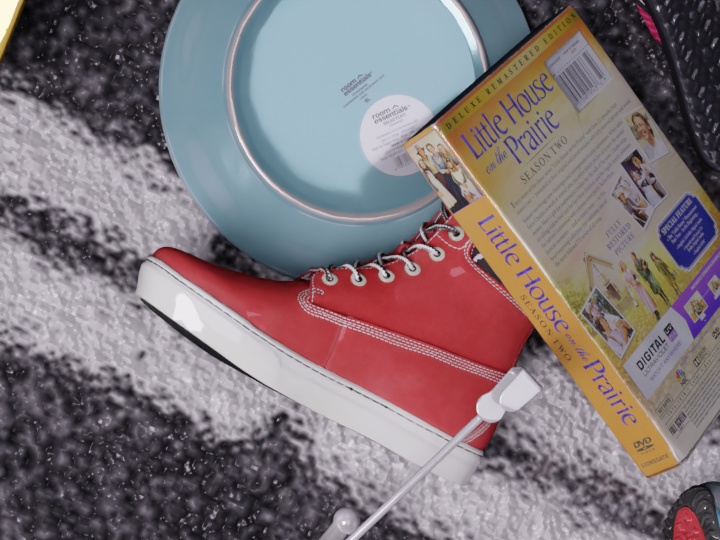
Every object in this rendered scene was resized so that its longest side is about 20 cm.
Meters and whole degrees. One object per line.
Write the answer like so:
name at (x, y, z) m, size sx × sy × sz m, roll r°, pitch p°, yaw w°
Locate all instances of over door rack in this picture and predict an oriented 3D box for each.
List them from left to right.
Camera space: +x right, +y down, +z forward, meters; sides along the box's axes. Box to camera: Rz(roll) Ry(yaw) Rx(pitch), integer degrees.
over door rack at (0.054, 0.157, 0.835) m, size 0.200 × 0.067 × 0.148 m, roll -43°, pitch 93°, yaw 14°

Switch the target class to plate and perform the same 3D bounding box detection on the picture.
plate at (-0.002, -0.092, 0.911) m, size 0.198 × 0.026 × 0.202 m, roll 0°, pitch 88°, yaw -9°

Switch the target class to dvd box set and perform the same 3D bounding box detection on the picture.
dvd box set at (0.121, -0.018, 0.887) m, size 0.200 × 0.029 × 0.146 m, roll 53°, pitch 45°, yaw -6°

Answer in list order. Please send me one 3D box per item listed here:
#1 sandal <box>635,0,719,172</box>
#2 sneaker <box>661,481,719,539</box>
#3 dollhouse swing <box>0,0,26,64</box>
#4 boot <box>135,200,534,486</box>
sandal at (0.174, -0.147, 0.937) m, size 0.075 × 0.045 × 0.201 m, roll -18°, pitch 106°, yaw -4°
sneaker at (0.231, 0.181, 0.928) m, size 0.095 × 0.079 × 0.201 m, roll -37°, pitch 103°, yaw -18°
dollhouse swing at (-0.213, -0.203, 0.848) m, size 0.199 × 0.182 × 0.177 m, roll 23°, pitch 116°, yaw -8°
boot at (0.000, 0.000, 0.878) m, size 0.199 × 0.072 × 0.145 m, roll 27°, pitch 89°, yaw -20°
